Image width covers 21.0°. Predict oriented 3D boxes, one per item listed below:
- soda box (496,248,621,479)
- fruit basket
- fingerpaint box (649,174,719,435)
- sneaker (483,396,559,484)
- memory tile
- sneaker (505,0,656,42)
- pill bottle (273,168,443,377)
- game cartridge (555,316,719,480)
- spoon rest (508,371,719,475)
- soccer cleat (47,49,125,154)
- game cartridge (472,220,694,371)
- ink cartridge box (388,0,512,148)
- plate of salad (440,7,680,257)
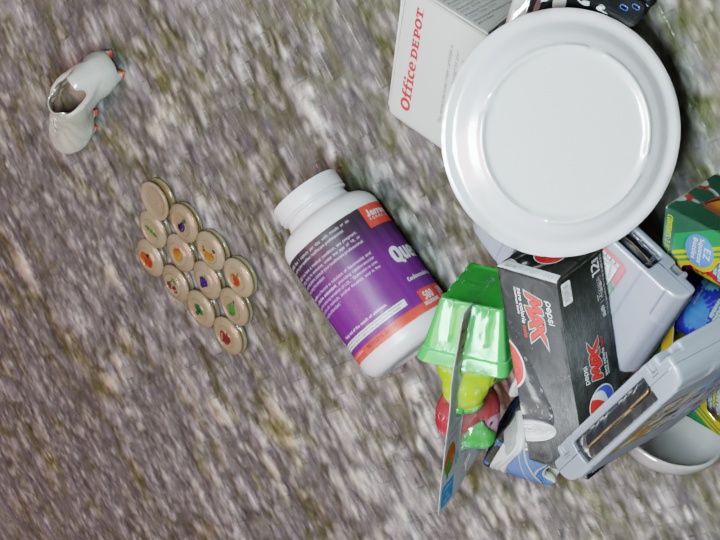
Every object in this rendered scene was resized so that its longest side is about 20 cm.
[{"bbox_3d":[0.173,0.074,1.650,0.070,0.063,0.201,16,129,42],"label":"soda box"},{"bbox_3d":[0.114,0.104,1.820,0.093,0.185,0.202,6,109,17],"label":"fruit basket"},{"bbox_3d":[0.328,0.049,1.615,0.166,0.073,0.201,32,137,35],"label":"fingerpaint box"},{"bbox_3d":[0.188,0.133,1.873,0.077,0.076,0.200,27,138,1],"label":"sneaker"},{"bbox_3d":[-0.196,-0.005,2.293,0.200,0.017,0.154,43,142,24],"label":"memory tile"},{"bbox_3d":[0.196,-0.260,1.579,0.111,0.073,0.201,20,116,8],"label":"sneaker"},{"bbox_3d":[0.000,0.000,1.963,0.201,0.112,0.112,55,145,8],"label":"pill bottle"},{"bbox_3d":[0.249,0.096,1.567,0.042,0.133,0.200,60,147,17],"label":"game cartridge"},{"bbox_3d":[0.232,0.122,1.743,0.199,0.099,0.061,23,128,19],"label":"spoon rest"},{"bbox_3d":[-0.341,-0.194,2.287,0.069,0.077,0.200,55,145,8],"label":"soccer cleat"},{"bbox_3d":[0.183,-0.010,1.654,0.200,0.041,0.133,44,147,16],"label":"game cartridge"},{"bbox_3d":[0.128,-0.161,1.707,0.200,0.084,0.147,38,140,28],"label":"ink cartridge box"},{"bbox_3d":[0.161,-0.111,1.575,0.048,0.199,0.201,-138,25,-78],"label":"plate of salad"}]
